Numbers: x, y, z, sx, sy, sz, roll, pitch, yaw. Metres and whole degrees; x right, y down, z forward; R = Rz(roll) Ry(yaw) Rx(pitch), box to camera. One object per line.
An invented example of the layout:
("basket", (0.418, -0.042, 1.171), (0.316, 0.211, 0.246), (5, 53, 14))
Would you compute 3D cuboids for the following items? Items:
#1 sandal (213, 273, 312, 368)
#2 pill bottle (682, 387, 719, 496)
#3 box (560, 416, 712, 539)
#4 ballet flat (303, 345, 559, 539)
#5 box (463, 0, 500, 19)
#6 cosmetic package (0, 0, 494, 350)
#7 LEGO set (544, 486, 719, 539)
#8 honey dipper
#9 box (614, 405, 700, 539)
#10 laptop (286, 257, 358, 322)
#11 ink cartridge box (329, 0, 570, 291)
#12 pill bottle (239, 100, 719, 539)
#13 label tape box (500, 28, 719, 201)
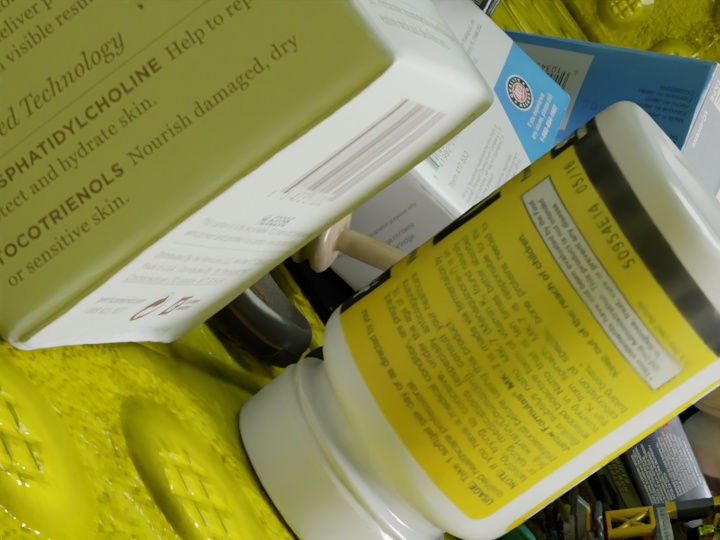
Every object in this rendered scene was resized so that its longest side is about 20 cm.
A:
("sandal", (-0.075, -0.050, 1.004), (0.200, 0.055, 0.082), (54, 12, 3))
("pill bottle", (0.229, 0.136, 1.283), (0.113, 0.113, 0.201), (-66, 154, -76))
("box", (0.112, 0.042, 1.261), (0.201, 0.040, 0.137), (66, -14, -13))
("ballet flat", (0.037, 0.062, 1.077), (0.068, 0.069, 0.200), (12, -20, 34))
("box", (-0.016, -0.185, 1.233), (0.200, 0.160, 0.044), (30, 54, 1))
("cosmetic package", (-0.084, -0.099, 0.849), (0.200, 0.166, 0.167), (56, 12, 10))
("LEGO set", (0.110, 0.180, 0.989), (0.200, 0.115, 0.154), (-87, 168, -63))
("honey dipper", (0.036, 0.007, 1.082), (0.199, 0.038, 0.038), (25, 7, 13))
("box", (0.220, 0.149, 1.474), (0.200, 0.086, 0.164), (40, 17, -51))
("laptop", (0.000, 0.000, 1.257), (0.200, 0.116, 0.188), (-22, 73, -48))
("ink cartridge box", (-0.004, -0.094, 1.160), (0.200, 0.086, 0.147), (42, 40, -14))
("pill bottle", (0.058, 0.035, 0.925), (0.114, 0.200, 0.114), (50, 13, -16))
("label tape box", (0.157, -0.053, 1.313), (0.143, 0.066, 0.200), (13, -20, 32))
